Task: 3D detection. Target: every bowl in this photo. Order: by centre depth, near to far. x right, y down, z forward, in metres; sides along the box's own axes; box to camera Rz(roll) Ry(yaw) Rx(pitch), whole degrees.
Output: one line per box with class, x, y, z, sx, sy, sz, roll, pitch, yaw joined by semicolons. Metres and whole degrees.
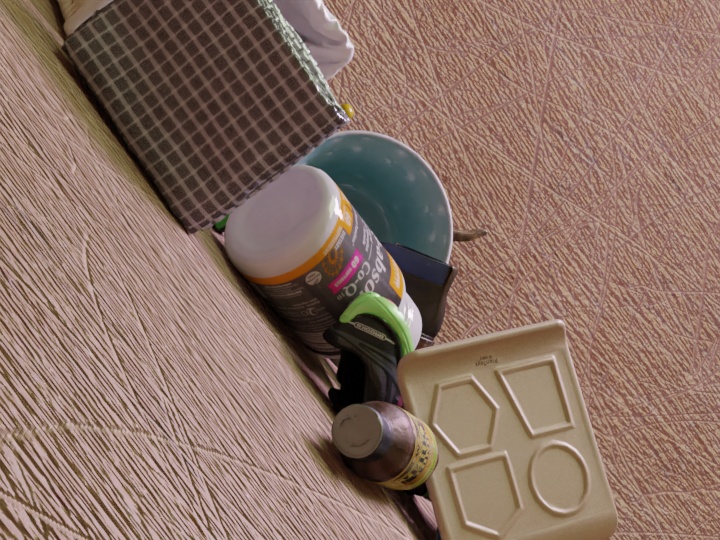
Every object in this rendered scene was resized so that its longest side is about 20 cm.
bowl;-0.012;-0.037;1.867;0.202;0.200;0.105;54;-16;-2

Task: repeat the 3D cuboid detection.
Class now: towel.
towel;-0.128;-0.155;1.448;0.201;0.165;0.086;54;9;1

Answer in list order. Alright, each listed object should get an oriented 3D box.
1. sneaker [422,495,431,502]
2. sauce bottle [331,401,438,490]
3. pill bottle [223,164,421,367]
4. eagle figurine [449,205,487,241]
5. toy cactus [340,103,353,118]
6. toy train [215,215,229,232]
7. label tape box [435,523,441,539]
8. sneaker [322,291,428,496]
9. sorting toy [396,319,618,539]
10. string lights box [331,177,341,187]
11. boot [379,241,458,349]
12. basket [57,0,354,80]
sneaker;0.072;0.164;1.720;0.200;0.081;0.146;50;4;38
sauce bottle;0.017;0.137;1.412;0.065;0.064;0.200;55;5;15
pill bottle;-0.028;0.007;1.610;0.200;0.116;0.117;50;5;-43
eagle figurine;0.033;-0.031;2.070;0.151;0.152;0.200;32;-11;-12
toy cactus;-0.080;-0.113;2.033;0.102;0.198;0.167;170;-76;-76
toy train;-0.116;-0.058;1.702;0.057;0.041;0.200;64;4;4
label tape box;0.139;0.212;1.622;0.200;0.063;0.146;53;44;-56
sneaker;0.015;0.115;1.573;0.077;0.083;0.202;26;-40;58
sorting toy;0.126;0.156;1.563;0.036;0.183;0.202;-21;-99;58
string lights box;-0.093;-0.106;1.920;0.200;0.102;0.059;51;3;-38
boot;0.000;0.000;1.749;0.199;0.098;0.075;29;5;12
basket;-0.148;-0.230;1.628;0.200;0.198;0.161;51;2;-31
